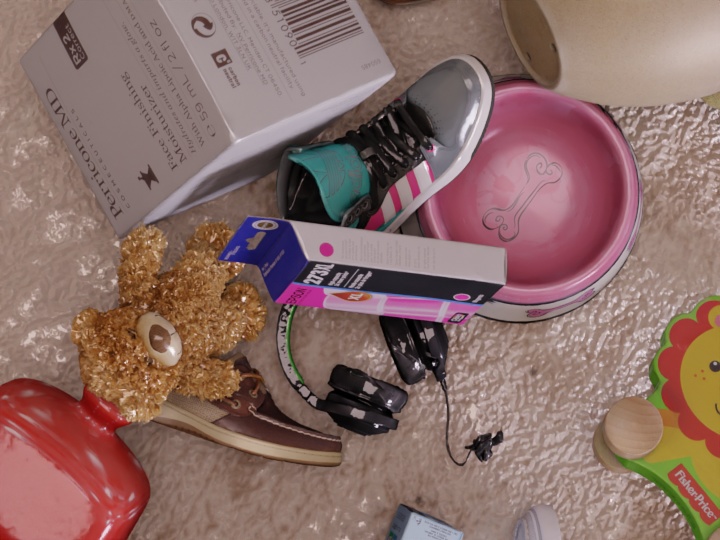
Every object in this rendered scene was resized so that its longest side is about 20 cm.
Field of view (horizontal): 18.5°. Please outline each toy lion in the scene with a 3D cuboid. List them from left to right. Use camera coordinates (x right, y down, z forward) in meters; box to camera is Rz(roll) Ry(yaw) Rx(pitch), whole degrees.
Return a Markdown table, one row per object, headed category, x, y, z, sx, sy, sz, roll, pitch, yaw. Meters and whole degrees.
| category | x | y | z | sx | sy | sz | roll | pitch | yaw |
| --- | --- | --- | --- | --- | --- | --- | --- | --- | --- |
| toy lion | 0.294 | 0.126 | 1.726 | 0.191 | 0.069 | 0.200 | -34 | 75 | -13 |

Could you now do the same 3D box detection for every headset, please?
| category | x | y | z | sx | sy | sz | roll | pitch | yaw |
| --- | --- | --- | --- | --- | --- | --- | --- | --- | --- |
| headset | 0.024 | 0.078 | 1.715 | 0.200 | 0.094 | 0.124 | 42 | 86 | 1 |

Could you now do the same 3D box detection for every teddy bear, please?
| category | x | y | z | sx | sy | sz | roll | pitch | yaw |
| --- | --- | --- | --- | --- | --- | --- | --- | --- | --- |
| teddy bear | -0.130 | 0.034 | 1.653 | 0.067 | 0.200 | 0.146 | -2 | 93 | 32 |

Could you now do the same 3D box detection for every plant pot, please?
| category | x | y | z | sx | sy | sz | roll | pitch | yaw |
| --- | --- | --- | --- | --- | --- | --- | --- | --- | --- |
| plant pot | 0.185 | -0.204 | 1.676 | 0.134 | 0.200 | 0.201 | -26 | 87 | -15 |

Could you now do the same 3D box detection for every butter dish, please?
| category | x | y | z | sx | sy | sz | roll | pitch | yaw |
| --- | --- | --- | --- | --- | --- | --- | --- | --- | --- |
| butter dish | -0.226 | 0.146 | 1.640 | 0.199 | 0.200 | 0.148 | 40 | 98 | 1 |

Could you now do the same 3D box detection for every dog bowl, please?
| category | x | y | z | sx | sy | sz | roll | pitch | yaw |
| --- | --- | --- | --- | --- | --- | --- | --- | --- | --- |
| dog bowl | 0.128 | -0.061 | 1.739 | 0.199 | 0.074 | 0.201 | 0 | 86 | -2 |

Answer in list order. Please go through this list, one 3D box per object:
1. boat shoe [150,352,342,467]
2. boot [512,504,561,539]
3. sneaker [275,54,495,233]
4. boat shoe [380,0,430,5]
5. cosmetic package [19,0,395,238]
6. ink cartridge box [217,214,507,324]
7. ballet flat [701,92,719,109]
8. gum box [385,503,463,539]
| category | x | y | z | sx | sy | sz | roll | pitch | yaw |
| --- | --- | --- | --- | --- | --- | --- | --- | --- | --- |
| boat shoe | -0.103 | 0.098 | 1.724 | 0.199 | 0.072 | 0.072 | 18 | 87 | 6 |
| boot | 0.102 | 0.280 | 1.712 | 0.095 | 0.074 | 0.201 | 4 | 87 | -8 |
| sneaker | 0.006 | -0.084 | 1.654 | 0.084 | 0.121 | 0.200 | 51 | 119 | 20 |
| boat shoe | 0.094 | -0.277 | 1.753 | 0.200 | 0.072 | 0.076 | -31 | 87 | -4 |
| cosmetic package | -0.117 | -0.153 | 1.648 | 0.165 | 0.200 | 0.165 | -27 | 85 | -37 |
| ink cartridge box | 0.000 | 0.000 | 1.644 | 0.199 | 0.095 | 0.037 | 9 | 68 | -15 |
| ballet flat | 0.298 | -0.231 | 1.760 | 0.070 | 0.071 | 0.201 | 9 | 86 | -1 |
| gum box | 0.016 | 0.278 | 1.663 | 0.044 | 0.170 | 0.201 | 22 | 85 | -1 |
